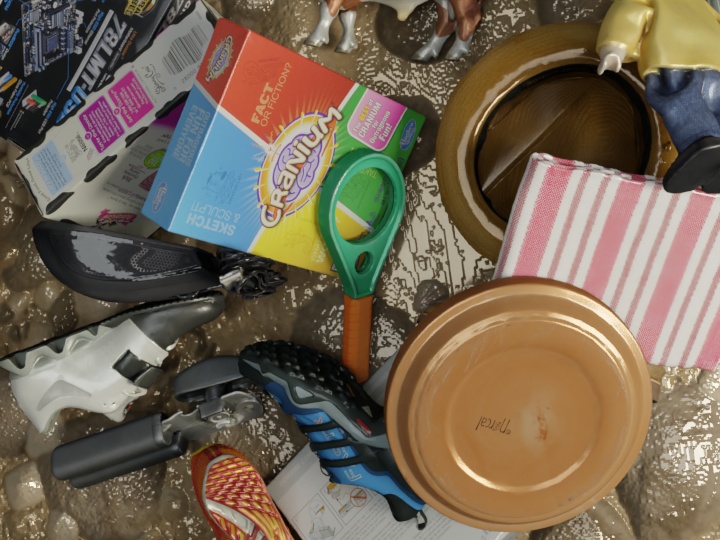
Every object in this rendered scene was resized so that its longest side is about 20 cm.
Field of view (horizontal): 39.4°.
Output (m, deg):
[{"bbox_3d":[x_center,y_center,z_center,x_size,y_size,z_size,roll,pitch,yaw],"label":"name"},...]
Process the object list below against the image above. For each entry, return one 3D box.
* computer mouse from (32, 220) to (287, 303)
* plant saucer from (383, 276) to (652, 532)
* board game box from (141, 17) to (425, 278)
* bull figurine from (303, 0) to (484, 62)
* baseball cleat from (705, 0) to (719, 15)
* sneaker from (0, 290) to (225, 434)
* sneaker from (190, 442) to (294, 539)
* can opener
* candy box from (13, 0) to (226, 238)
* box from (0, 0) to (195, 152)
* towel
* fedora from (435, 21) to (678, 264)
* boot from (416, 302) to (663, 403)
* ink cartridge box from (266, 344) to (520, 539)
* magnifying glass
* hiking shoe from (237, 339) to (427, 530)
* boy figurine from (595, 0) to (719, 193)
[{"bbox_3d":[-0.164,0.004,0.789,0.199,0.139,0.053,10,85,5],"label":"computer mouse"},{"bbox_3d":[0.117,0.104,0.739,0.199,0.032,0.202,-1,107,-3],"label":"plant saucer"},{"bbox_3d":[-0.053,-0.084,0.775,0.040,0.199,0.154,31,101,42],"label":"board game box"},{"bbox_3d":[0.012,-0.237,0.816,0.199,0.065,0.122,8,97,12],"label":"bull figurine"},{"bbox_3d":[0.293,-0.208,0.761,0.106,0.070,0.201,-12,95,5],"label":"baseball cleat"},{"bbox_3d":[-0.200,0.079,0.867,0.199,0.074,0.089,-22,94,2],"label":"sneaker"},{"bbox_3d":[-0.088,0.237,0.869,0.073,0.077,0.201,-20,105,-17],"label":"sneaker"},{"bbox_3d":[-0.179,0.132,0.891,0.199,0.053,0.067,-19,57,12],"label":"can opener"},{"bbox_3d":[-0.158,-0.112,0.816,0.200,0.136,0.061,-38,70,10],"label":"candy box"},{"bbox_3d":[-0.275,-0.210,0.881,0.198,0.050,0.201,32,98,7],"label":"box"},{"bbox_3d":[0.197,-0.003,0.740,0.199,0.030,0.147,10,117,-8],"label":"towel"},{"bbox_3d":[0.156,-0.091,0.788,0.199,0.082,0.202,0,89,6],"label":"fedora"},{"bbox_3d":[0.146,0.047,0.812,0.199,0.074,0.076,14,81,3],"label":"boot"},{"bbox_3d":[0.039,0.186,0.848,0.200,0.044,0.174,-46,63,10],"label":"ink cartridge box"},{"bbox_3d":[0.000,0.000,0.820,0.022,0.079,0.201,29,124,44],"label":"magnifying glass"},{"bbox_3d":[-0.023,0.129,0.813,0.199,0.074,0.087,29,107,19],"label":"hiking shoe"},{"bbox_3d":[0.212,-0.153,0.703,0.124,0.064,0.201,-5,63,-24],"label":"boy figurine"}]
